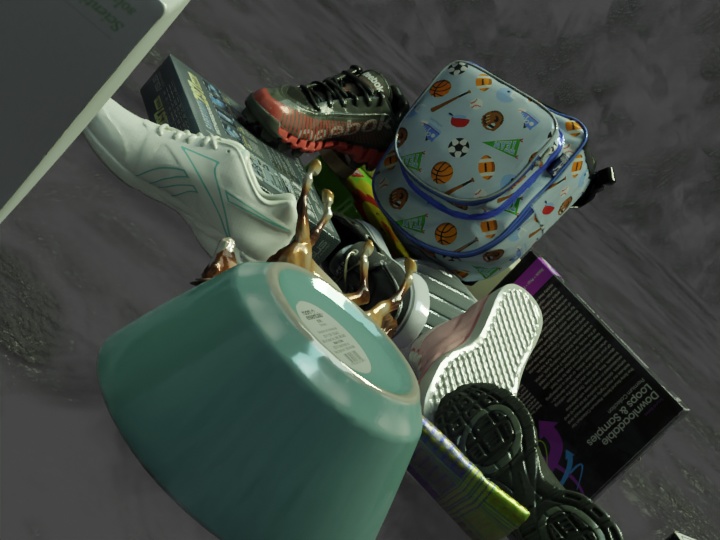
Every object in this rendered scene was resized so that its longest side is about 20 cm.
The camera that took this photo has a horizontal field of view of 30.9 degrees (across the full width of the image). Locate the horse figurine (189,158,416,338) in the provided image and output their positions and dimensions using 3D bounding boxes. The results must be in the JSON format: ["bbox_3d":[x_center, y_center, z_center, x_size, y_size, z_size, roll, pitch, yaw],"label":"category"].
[{"bbox_3d":[-0.026,0.013,0.999,0.050,0.133,0.200,0,-35,43],"label":"horse figurine"}]

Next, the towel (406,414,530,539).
[{"bbox_3d":[0.029,0.105,0.890,0.200,0.023,0.144,46,-14,9],"label":"towel"}]

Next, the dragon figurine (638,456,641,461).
[{"bbox_3d":[0.298,0.138,1.570,0.200,0.059,0.099,49,16,28],"label":"dragon figurine"}]

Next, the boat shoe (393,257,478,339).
[{"bbox_3d":[0.088,0.052,1.276,0.200,0.072,0.062,35,-13,-28],"label":"boat shoe"}]

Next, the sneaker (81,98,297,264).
[{"bbox_3d":[-0.132,-0.081,1.018,0.200,0.080,0.070,39,16,-6],"label":"sneaker"}]

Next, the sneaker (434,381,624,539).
[{"bbox_3d":[0.119,0.170,0.967,0.200,0.076,0.091,56,-10,35],"label":"sneaker"}]

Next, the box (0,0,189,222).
[{"bbox_3d":[-0.224,-0.145,0.701,0.199,0.200,0.171,40,16,-12],"label":"box"}]

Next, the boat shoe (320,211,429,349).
[{"bbox_3d":[0.000,0.000,1.162,0.066,0.070,0.200,26,20,-28],"label":"boat shoe"}]

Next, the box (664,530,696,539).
[{"bbox_3d":[0.328,0.323,1.101,0.117,0.060,0.200,28,21,-46],"label":"box"}]

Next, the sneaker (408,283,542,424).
[{"bbox_3d":[0.078,0.096,1.105,0.075,0.105,0.200,49,42,-9],"label":"sneaker"}]

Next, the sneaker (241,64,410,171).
[{"bbox_3d":[-0.026,-0.156,1.249,0.200,0.098,0.071,6,40,-48],"label":"sneaker"}]

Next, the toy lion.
[{"bbox_3d":[0.017,-0.046,1.373,0.192,0.069,0.200,51,15,7],"label":"toy lion"}]

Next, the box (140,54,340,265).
[{"bbox_3d":[-0.111,-0.097,1.173,0.158,0.051,0.200,35,16,-34],"label":"box"}]

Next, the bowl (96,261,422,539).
[{"bbox_3d":[-0.041,0.071,0.757,0.201,0.105,0.201,40,14,-12],"label":"bowl"}]

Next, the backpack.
[{"bbox_3d":[0.111,-0.092,1.260,0.200,0.191,0.154,35,-3,31],"label":"backpack"}]

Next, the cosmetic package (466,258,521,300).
[{"bbox_3d":[0.123,-0.014,1.421,0.200,0.071,0.105,42,20,-56],"label":"cosmetic package"}]

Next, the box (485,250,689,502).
[{"bbox_3d":[0.174,0.102,1.172,0.200,0.143,0.036,49,14,23],"label":"box"}]
